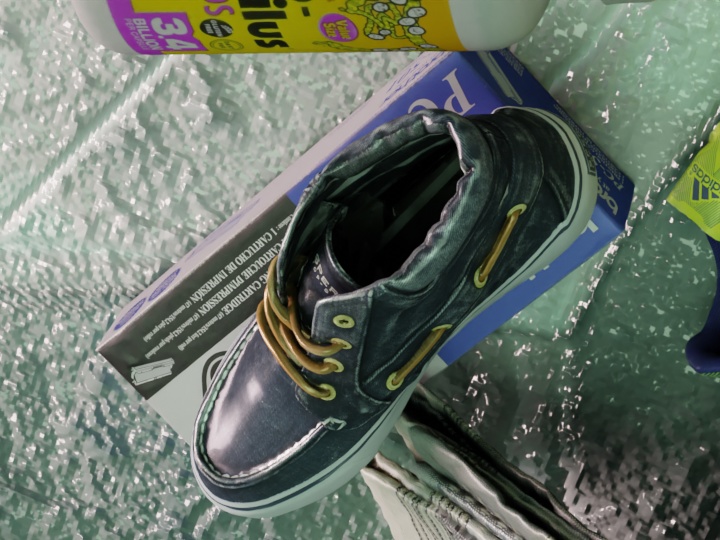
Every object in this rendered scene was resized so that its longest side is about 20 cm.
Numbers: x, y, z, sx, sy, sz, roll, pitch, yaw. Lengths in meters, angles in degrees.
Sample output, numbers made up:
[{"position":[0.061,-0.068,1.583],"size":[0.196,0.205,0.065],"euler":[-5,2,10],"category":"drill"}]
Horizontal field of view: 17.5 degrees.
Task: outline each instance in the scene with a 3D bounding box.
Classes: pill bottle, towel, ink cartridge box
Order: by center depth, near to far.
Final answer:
[{"position":[0.002,-0.127,0.801],"size":[0.198,0.104,0.105],"euler":[0,115,15],"category":"pill bottle"},{"position":[0.075,0.153,0.864],"size":[0.034,0.192,0.201],"euler":[-30,125,-17],"category":"towel"},{"position":[0.000,0.000,0.895],"size":[0.200,0.044,0.094],"euler":[-39,102,27],"category":"ink cartridge box"}]

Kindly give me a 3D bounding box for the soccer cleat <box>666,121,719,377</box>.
[{"position":[0.150,-0.045,0.818],"size":[0.083,0.065,0.202],"euler":[-3,118,-3],"category":"soccer cleat"}]

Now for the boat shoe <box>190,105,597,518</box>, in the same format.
[{"position":[-0.011,0.014,0.817],"size":[0.200,0.091,0.071],"euler":[-46,66,23],"category":"boat shoe"}]
